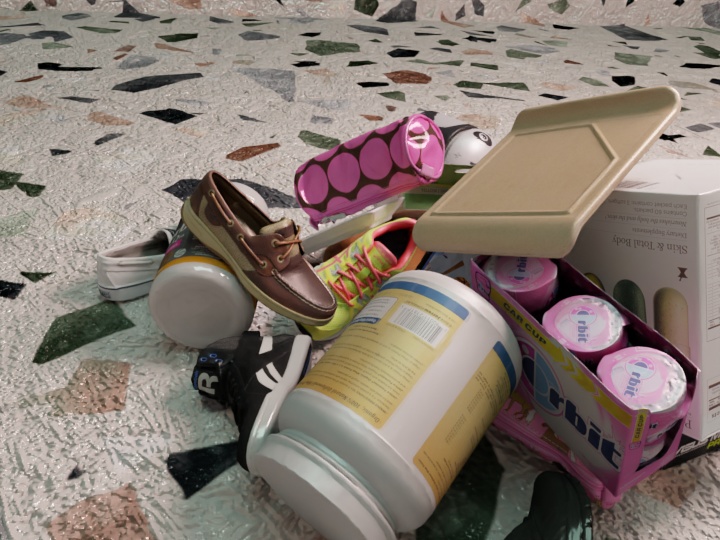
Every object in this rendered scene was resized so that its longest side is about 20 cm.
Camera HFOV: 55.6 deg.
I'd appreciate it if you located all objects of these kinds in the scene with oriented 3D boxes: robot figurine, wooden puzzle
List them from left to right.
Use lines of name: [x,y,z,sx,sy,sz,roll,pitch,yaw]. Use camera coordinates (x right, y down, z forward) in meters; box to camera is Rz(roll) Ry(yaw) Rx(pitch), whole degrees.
robot figurine: [0.143,-0.199,1.159,0.150,0.126,0.200,-31,43,-26]
wooden puzzle: [0.163,-0.083,0.613,0.200,0.037,0.184,-48,28,-23]

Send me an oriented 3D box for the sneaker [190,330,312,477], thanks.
sneaker: [-0.115,0.122,0.646,0.111,0.074,0.200,3,20,6]

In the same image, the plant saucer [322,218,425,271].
plant saucer: [0.048,-0.022,0.936,0.198,0.038,0.201,3,30,-2]

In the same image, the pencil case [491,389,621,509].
pencil case: [0.166,0.133,0.640,0.199,0.083,0.087,29,77,35]

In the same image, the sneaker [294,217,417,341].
sneaker: [0.000,0.000,0.791,0.078,0.090,0.200,46,61,-5]

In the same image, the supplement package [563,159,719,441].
supplement package: [0.286,0.013,0.615,0.150,0.202,0.151,-16,16,-26]

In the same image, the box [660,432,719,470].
box: [0.311,0.108,0.732,0.159,0.045,0.200,-11,33,-21]

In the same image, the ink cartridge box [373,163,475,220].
ink cartridge box: [0.123,-0.105,0.961,0.144,0.048,0.200,-1,-2,-25]

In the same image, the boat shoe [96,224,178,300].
boat shoe: [-0.242,-0.024,0.879,0.073,0.066,0.199,25,36,33]

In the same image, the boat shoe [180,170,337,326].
boat shoe: [-0.095,-0.025,0.713,0.200,0.072,0.072,43,31,2]

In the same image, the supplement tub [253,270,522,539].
supplement tub: [0.025,0.113,0.554,0.144,0.145,0.200,24,57,32]

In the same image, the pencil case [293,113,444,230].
pencil case: [0.010,-0.121,0.867,0.199,0.091,0.094,-20,51,37]

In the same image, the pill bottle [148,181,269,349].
pill bottle: [-0.167,-0.014,0.802,0.115,0.117,0.201,3,37,0]

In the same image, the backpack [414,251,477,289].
backpack: [0.149,-0.007,0.749,0.154,0.201,0.190,40,26,28]

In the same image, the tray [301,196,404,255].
tray: [-0.042,-0.044,0.884,0.199,0.022,0.107,-21,5,29]

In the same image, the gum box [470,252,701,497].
gum box: [0.175,0.073,0.558,0.066,0.114,0.200,-26,45,-14]

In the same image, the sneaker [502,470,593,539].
sneaker: [0.125,0.221,0.499,0.090,0.077,0.200,3,27,14]
